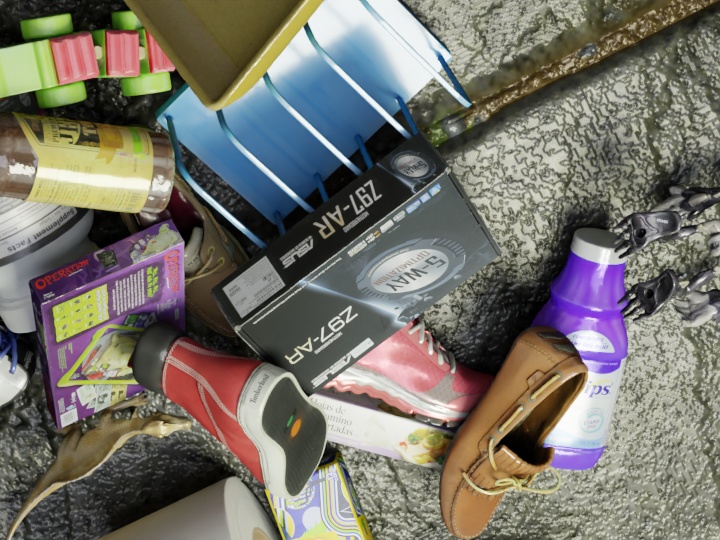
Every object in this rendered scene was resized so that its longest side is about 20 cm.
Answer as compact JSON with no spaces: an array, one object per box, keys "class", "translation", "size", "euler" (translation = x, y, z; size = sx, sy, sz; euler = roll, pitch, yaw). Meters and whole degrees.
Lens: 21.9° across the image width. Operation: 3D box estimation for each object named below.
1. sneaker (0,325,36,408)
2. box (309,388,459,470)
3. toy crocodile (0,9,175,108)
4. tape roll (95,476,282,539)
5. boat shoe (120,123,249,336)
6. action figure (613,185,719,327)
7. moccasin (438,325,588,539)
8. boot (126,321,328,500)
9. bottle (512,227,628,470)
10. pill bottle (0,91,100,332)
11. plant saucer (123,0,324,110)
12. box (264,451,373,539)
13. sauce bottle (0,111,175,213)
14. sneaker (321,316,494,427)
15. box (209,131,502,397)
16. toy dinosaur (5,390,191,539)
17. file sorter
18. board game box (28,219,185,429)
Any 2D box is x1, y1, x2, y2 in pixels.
[{"class":"sneaker","translation":[-0.321,0.051,1.508],"size":[0.114,0.081,0.201],"euler":[-2,118,-8]},{"class":"box","translation":[0.023,0.132,1.580],"size":[0.199,0.041,0.039],"euler":[17,109,-10]},{"class":"toy crocodile","translation":[-0.194,-0.163,1.403],"size":[0.199,0.062,0.068],"euler":[-13,100,-37]},{"class":"tape roll","translation":[-0.126,0.290,1.544],"size":[0.138,0.203,0.204],"euler":[-25,111,6]},{"class":"boat shoe","translation":[-0.145,-0.021,1.493],"size":[0.074,0.066,0.200],"euler":[-33,110,9]},{"class":"action figure","translation":[0.281,-0.018,1.510],"size":[0.199,0.102,0.120],"euler":[-9,84,-41]},{"class":"moccasin","translation":[0.127,0.143,1.519],"size":[0.073,0.078,0.202],"euler":[6,123,-45]},{"class":"boot","translation":[-0.109,0.107,1.480],"size":[0.144,0.200,0.073],"euler":[21,68,22]},{"class":"bottle","translation":[0.180,0.066,1.553],"size":[0.083,0.065,0.201],"euler":[8,111,-8]},{"class":"pill bottle","translation":[-0.277,-0.061,1.441],"size":[0.116,0.117,0.201],"euler":[-23,112,5]},{"class":"plant saucer","translation":[-0.079,-0.240,1.370],"size":[0.200,0.200,0.048],"euler":[-48,143,14]},{"class":"box","translation":[-0.015,0.262,1.585],"size":[0.070,0.064,0.201],"euler":[-20,94,4]},{"class":"sauce bottle","translation":[-0.235,-0.081,1.356],"size":[0.199,0.065,0.065],"euler":[5,112,-28]},{"class":"sneaker","translation":[0.035,0.067,1.538],"size":[0.199,0.074,0.087],"euler":[16,107,-11]},{"class":"box","translation":[0.000,0.000,1.430],"size":[0.199,0.044,0.160],"euler":[-36,151,1]},{"class":"toy dinosaur","translation":[-0.232,0.152,1.535],"size":[0.199,0.101,0.058],"euler":[-35,110,9]},{"class":"file sorter","translation":[-0.035,-0.121,1.422],"size":[0.200,0.123,0.139],"euler":[-42,118,12]},{"class":"board game box","translation":[-0.194,0.045,1.454],"size":[0.119,0.032,0.200],"euler":[-21,152,-17]}]
